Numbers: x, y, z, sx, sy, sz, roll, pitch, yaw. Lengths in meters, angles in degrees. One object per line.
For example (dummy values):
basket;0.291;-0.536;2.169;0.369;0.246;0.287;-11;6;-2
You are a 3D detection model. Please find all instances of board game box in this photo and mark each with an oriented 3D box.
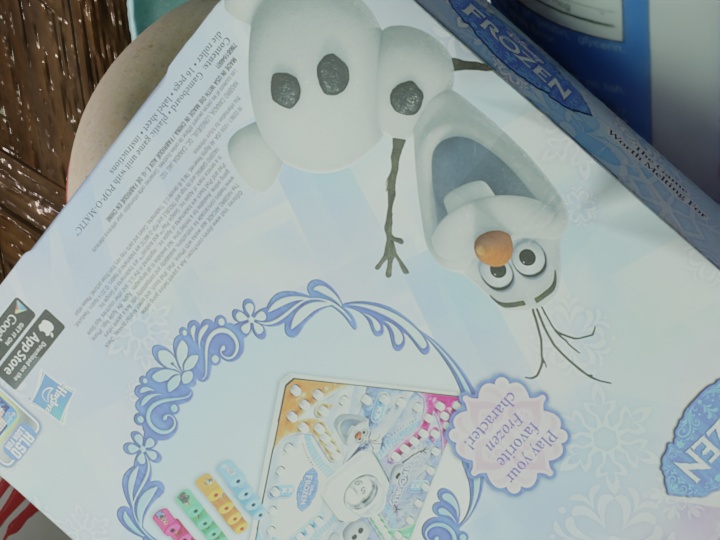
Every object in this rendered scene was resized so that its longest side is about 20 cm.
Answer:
board game box;0.006;0.030;0.788;0.199;0.043;0.200;42;115;3

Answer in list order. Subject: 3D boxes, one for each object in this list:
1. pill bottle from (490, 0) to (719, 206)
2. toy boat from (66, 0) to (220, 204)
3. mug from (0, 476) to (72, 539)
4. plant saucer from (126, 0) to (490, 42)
pill bottle;0.087;-0.123;0.763;0.112;0.112;0.200;29;142;33
toy boat;0.000;0.000;0.895;0.200;0.131;0.131;35;161;6
mug;-0.082;0.093;1.026;0.177;0.200;0.133;39;169;11
plant saucer;0.001;-0.070;0.984;0.200;0.036;0.200;26;131;33
